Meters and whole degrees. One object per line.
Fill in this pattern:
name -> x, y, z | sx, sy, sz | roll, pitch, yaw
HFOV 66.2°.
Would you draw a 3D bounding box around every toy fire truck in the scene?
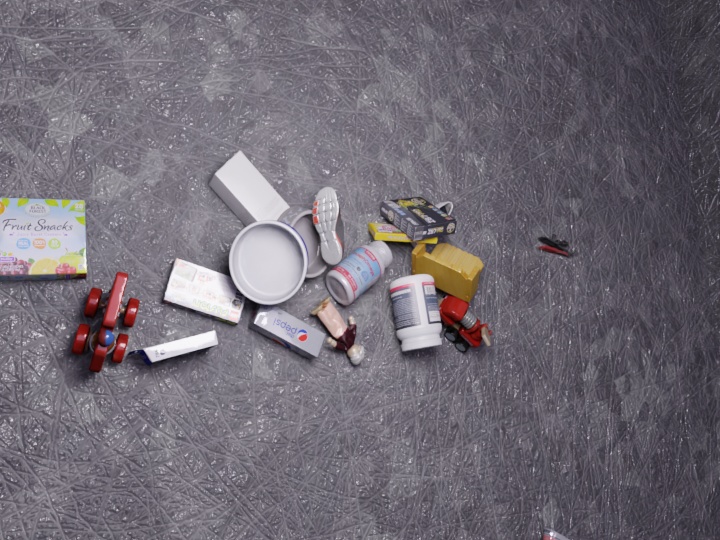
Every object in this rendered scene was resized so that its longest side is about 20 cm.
toy fire truck -> -0.557, 0.116, 1.214 | 0.109, 0.167, 0.207 | 18, 69, -22
toy fire truck -> 0.323, 0.161, 1.665 | 0.176, 0.199, 0.130 | 44, 61, -11

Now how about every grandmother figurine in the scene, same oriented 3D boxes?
grandmother figurine -> -0.053, 0.173, 1.542 | 0.121, 0.060, 0.203 | -39, 100, -31

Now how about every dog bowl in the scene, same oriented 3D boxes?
dog bowl -> -0.150, -0.073, 1.504 | 0.196, 0.057, 0.209 | -5, 97, -47
dog bowl -> -0.227, -0.023, 1.388 | 0.192, 0.079, 0.208 | 0, 97, -1

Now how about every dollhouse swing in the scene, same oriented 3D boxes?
dollhouse swing -> 0.279, -0.037, 1.674 | 0.195, 0.184, 0.178 | 25, 64, 20

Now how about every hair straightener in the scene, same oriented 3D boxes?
hair straightener -> 0.734, -0.100, 2.048 | 0.194, 0.041, 0.080 | 12, 72, -26

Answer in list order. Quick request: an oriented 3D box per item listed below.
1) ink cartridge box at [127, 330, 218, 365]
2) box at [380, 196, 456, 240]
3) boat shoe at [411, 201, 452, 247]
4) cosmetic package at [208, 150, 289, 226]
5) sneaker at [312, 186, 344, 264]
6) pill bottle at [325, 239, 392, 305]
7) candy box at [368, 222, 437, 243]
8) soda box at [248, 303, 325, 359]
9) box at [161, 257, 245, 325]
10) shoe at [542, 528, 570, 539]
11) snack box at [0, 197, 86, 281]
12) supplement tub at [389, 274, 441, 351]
ink cartridge box -> -0.441, 0.187, 1.300 | 0.194, 0.099, 0.041 | -11, 83, -29
box -> 0.173, -0.161, 1.680 | 0.156, 0.200, 0.051 | -11, 124, -27
boat shoe -> 0.229, -0.154, 1.771 | 0.073, 0.065, 0.202 | 43, 62, -12
cosmetic package -> -0.298, -0.201, 1.484 | 0.201, 0.084, 0.108 | 49, 60, -9
sneaker -> -0.080, -0.123, 1.500 | 0.082, 0.074, 0.208 | -30, 119, -70
pill bottle -> 0.000, 0.000, 1.582 | 0.199, 0.108, 0.110 | -39, 96, -30
candy box -> 0.126, -0.113, 1.663 | 0.192, 0.103, 0.027 | 3, 109, -13
soda box -> -0.194, 0.159, 1.462 | 0.196, 0.063, 0.070 | 31, 65, -19
box -> -0.390, 0.055, 1.398 | 0.195, 0.034, 0.114 | 22, 68, -23
shoe -> 0.648, 0.897, 1.736 | 0.196, 0.071, 0.093 | 31, 66, -13
snack box -> -0.719, -0.069, 1.231 | 0.194, 0.067, 0.175 | 0, 78, -30
supplement tub -> 0.164, 0.125, 1.622 | 0.136, 0.139, 0.208 | -3, 79, -28
